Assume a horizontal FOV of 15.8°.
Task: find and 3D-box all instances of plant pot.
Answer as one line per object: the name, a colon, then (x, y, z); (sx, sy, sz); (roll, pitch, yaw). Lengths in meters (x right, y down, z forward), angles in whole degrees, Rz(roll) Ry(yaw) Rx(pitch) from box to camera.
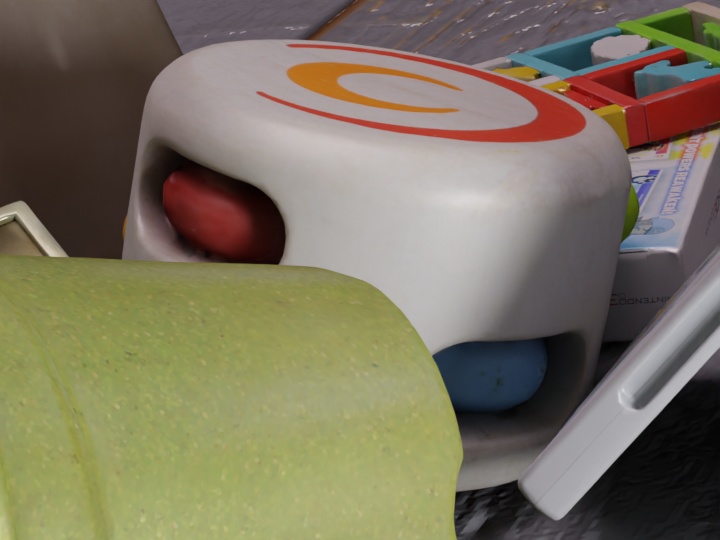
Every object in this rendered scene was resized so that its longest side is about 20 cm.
plant pot: (-0.151, -0.066, 1.200); (0.199, 0.175, 0.200); (-10, 19, 4)
plant pot: (-0.076, 0.072, 0.773); (0.183, 0.202, 0.200); (-7, 15, -36)

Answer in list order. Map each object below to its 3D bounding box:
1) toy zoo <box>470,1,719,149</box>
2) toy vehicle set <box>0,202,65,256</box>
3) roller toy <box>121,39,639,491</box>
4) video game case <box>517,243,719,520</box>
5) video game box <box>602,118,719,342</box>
toy zoo: (0.101, -0.081, 1.198); (0.199, 0.021, 0.131); (-17, 20, -18)
toy vehicle set: (-0.174, 0.057, 0.885); (0.199, 0.027, 0.124); (-24, 49, -22)
roller toy: (0.000, 0.000, 0.967); (0.199, 0.141, 0.183); (11, 16, 4)
video game case: (0.139, -0.008, 0.899); (0.182, 0.022, 0.200); (-50, -6, 19)
video game box: (0.069, -0.022, 1.150); (0.181, 0.047, 0.200); (-6, 21, 18)
